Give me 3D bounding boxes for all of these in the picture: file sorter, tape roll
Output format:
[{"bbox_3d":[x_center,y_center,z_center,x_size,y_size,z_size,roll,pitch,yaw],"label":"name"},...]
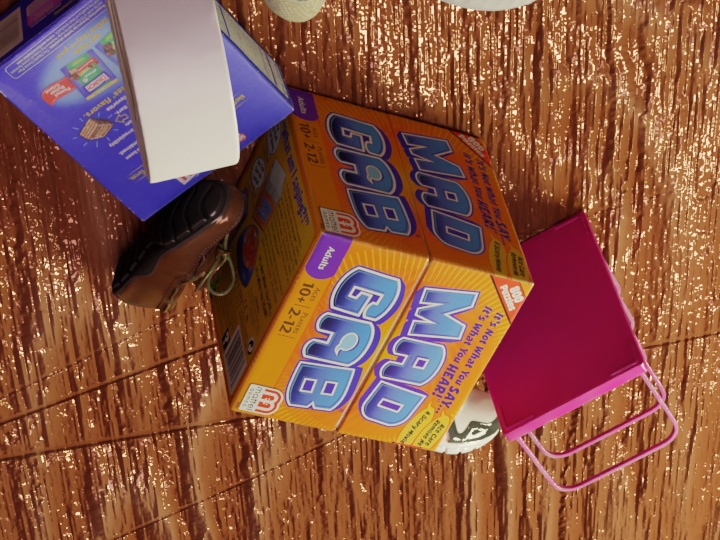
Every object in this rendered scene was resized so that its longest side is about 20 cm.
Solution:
[{"bbox_3d":[0.193,0.080,1.918,0.138,0.201,0.126,-28,133,12],"label":"file sorter"},{"bbox_3d":[-0.143,-0.168,1.539,0.070,0.203,0.204,-13,132,-8],"label":"tape roll"}]

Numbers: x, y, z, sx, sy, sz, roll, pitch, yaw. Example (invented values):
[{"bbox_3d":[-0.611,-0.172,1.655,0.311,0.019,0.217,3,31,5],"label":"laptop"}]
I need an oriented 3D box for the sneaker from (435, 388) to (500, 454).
[{"bbox_3d":[0.052,0.120,2.003,0.198,0.074,0.080,9,125,-20],"label":"sneaker"}]

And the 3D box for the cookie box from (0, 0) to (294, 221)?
[{"bbox_3d":[-0.182,-0.162,1.711,0.170,0.076,0.200,-34,127,14],"label":"cookie box"}]

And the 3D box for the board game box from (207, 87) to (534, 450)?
[{"bbox_3d":[0.000,0.000,1.805,0.198,0.201,0.201,13,126,-23],"label":"board game box"}]

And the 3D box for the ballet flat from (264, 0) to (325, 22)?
[{"bbox_3d":[-0.050,-0.271,1.658,0.067,0.063,0.201,-5,131,-8],"label":"ballet flat"}]

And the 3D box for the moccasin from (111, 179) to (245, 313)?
[{"bbox_3d":[-0.146,-0.015,1.806,0.077,0.074,0.201,23,141,-19],"label":"moccasin"}]

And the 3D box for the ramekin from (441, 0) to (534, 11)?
[{"bbox_3d":[0.090,-0.287,1.594,0.200,0.204,0.095,7,140,-18],"label":"ramekin"}]
